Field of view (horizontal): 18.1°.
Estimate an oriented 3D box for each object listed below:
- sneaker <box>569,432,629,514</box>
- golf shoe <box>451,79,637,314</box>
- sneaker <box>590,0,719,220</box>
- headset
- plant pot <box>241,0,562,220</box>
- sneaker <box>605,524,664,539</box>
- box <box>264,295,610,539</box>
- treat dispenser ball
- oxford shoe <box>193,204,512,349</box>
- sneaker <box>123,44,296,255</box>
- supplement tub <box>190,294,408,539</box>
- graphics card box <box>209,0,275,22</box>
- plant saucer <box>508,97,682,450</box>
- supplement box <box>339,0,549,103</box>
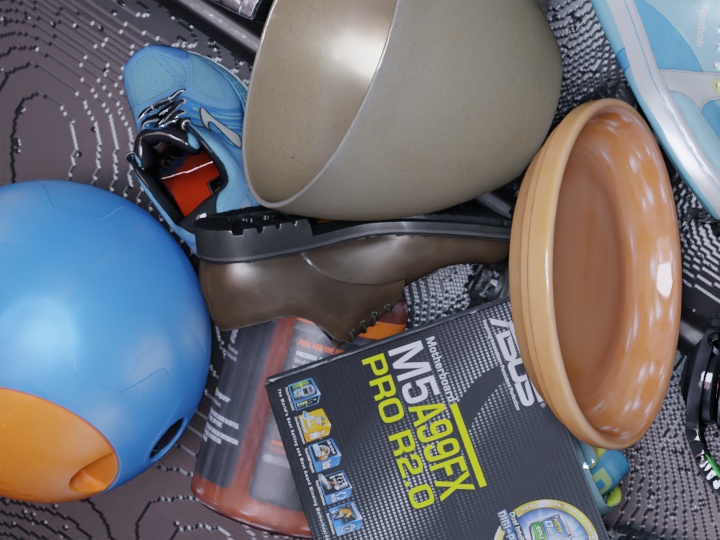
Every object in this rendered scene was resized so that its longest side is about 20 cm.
[{"bbox_3d":[0.096,0.156,1.350,0.130,0.080,0.200,-10,49,19],"label":"sneaker"},{"bbox_3d":[0.135,-0.018,1.400,0.094,0.078,0.200,25,99,-12],"label":"golf shoe"},{"bbox_3d":[0.219,-0.137,1.337,0.130,0.080,0.200,-26,67,10],"label":"sneaker"},{"bbox_3d":[0.246,0.053,1.361,0.123,0.094,0.200,-19,74,13],"label":"headset"},{"bbox_3d":[0.035,-0.112,1.286,0.134,0.200,0.201,18,100,-23],"label":"plant pot"},{"bbox_3d":[0.120,0.214,1.423,0.200,0.078,0.080,-12,111,17],"label":"sneaker"},{"bbox_3d":[0.048,0.130,1.300,0.160,0.044,0.200,-18,62,-1],"label":"box"},{"bbox_3d":[-0.192,0.043,1.399,0.200,0.201,0.201,1,95,12],"label":"treat dispenser ball"},{"bbox_3d":[0.000,0.000,1.338,0.200,0.073,0.085,-7,103,-15],"label":"oxford shoe"},{"bbox_3d":[-0.104,-0.080,1.398,0.078,0.090,0.200,-41,49,12],"label":"sneaker"},{"bbox_3d":[-0.032,0.060,1.413,0.107,0.107,0.200,17,96,10],"label":"supplement tub"},{"bbox_3d":[-0.130,-0.215,1.404,0.200,0.125,0.051,27,98,10],"label":"graphics card box"},{"bbox_3d":[0.133,0.002,1.291,0.037,0.200,0.201,-2,94,29],"label":"plant saucer"},{"bbox_3d":[0.050,-0.164,1.396,0.126,0.074,0.200,10,97,12],"label":"supplement box"}]
